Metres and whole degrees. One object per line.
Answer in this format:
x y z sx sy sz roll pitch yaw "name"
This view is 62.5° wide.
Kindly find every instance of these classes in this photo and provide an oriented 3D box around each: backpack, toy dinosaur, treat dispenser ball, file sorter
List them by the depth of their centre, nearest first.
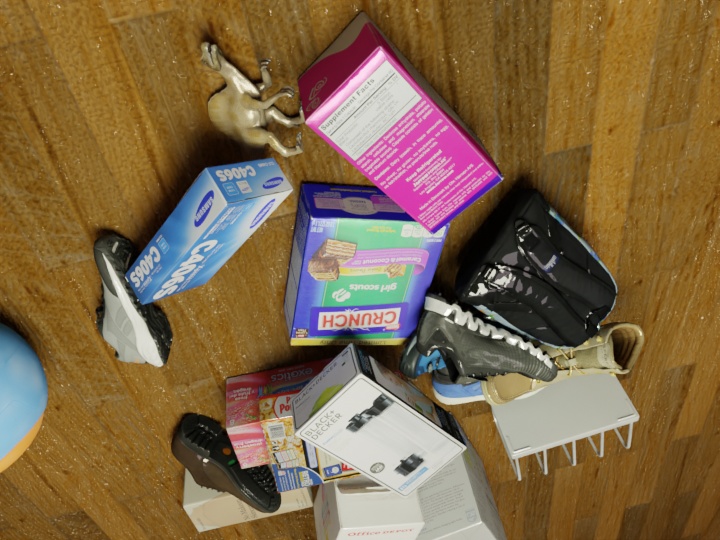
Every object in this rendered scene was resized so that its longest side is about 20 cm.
-0.109 -0.152 0.624 0.100 0.058 0.201 2 135 8 "toy dinosaur"
-0.472 0.151 0.683 0.199 0.202 0.202 -6 130 -7 "treat dispenser ball"
0.233 0.012 0.763 0.199 0.154 0.164 32 97 -9 "backpack"
0.322 0.240 0.973 0.198 0.139 0.125 -18 134 3 "file sorter"

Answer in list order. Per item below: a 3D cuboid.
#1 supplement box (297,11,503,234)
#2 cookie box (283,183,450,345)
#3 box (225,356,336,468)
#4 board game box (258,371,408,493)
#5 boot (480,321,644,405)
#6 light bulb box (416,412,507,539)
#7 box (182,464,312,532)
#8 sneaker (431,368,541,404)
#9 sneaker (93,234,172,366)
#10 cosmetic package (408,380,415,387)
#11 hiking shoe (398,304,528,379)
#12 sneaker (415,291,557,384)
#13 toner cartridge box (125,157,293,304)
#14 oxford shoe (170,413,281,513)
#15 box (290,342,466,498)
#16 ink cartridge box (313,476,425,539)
0.041 -0.147 0.616 0.103 0.102 0.200 -38 126 20 "supplement box"
0.000 0.000 0.744 0.170 0.076 0.201 1 129 -15 "cookie box"
-0.092 0.209 0.881 0.198 0.095 0.103 -10 129 -5 "box"
-0.028 0.224 0.815 0.198 0.046 0.153 -9 126 -6 "board game box"
0.277 0.127 0.817 0.199 0.155 0.073 -20 91 -31 "boot"
0.155 0.394 1.019 0.124 0.201 0.199 -24 130 10 "light bulb box"
-0.187 0.362 0.999 0.198 0.078 0.095 -13 130 -2 "box"
0.206 0.142 0.904 0.198 0.077 0.112 -9 140 4 "sneaker"
-0.291 0.046 0.723 0.079 0.074 0.201 -4 130 -2 "sneaker"
0.027 0.275 0.977 0.199 0.073 0.104 -31 129 14 "cosmetic package"
0.142 0.097 0.803 0.199 0.087 0.075 -25 137 -28 "hiking shoe"
0.152 0.108 0.745 0.199 0.066 0.091 27 84 -11 "sneaker"
-0.166 -0.039 0.635 0.200 0.043 0.095 -39 171 38 "toner cartridge box"
-0.210 0.313 0.928 0.200 0.073 0.085 40 116 1 "oxford shoe"
0.023 0.192 0.739 0.117 0.060 0.200 -42 118 14 "box"
0.009 0.367 0.915 0.127 0.126 0.201 2 132 -15 "ink cartridge box"
